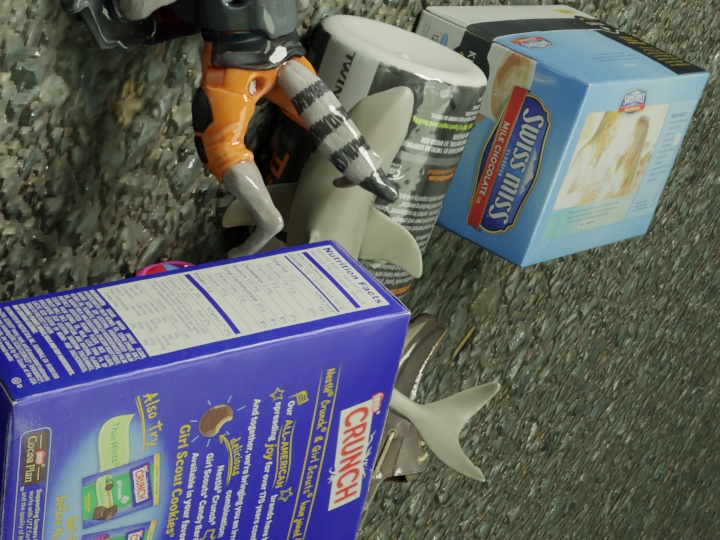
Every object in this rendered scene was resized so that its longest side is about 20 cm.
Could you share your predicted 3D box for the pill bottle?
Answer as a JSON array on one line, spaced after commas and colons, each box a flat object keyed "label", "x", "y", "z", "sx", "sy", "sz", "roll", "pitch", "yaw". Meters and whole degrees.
[{"label": "pill bottle", "x": -0.007, "y": -0.041, "z": 1.056, "sx": 0.106, "sy": 0.106, "sz": 0.200, "roll": -9, "pitch": 124, "yaw": -58}]

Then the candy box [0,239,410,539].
[{"label": "candy box", "x": -0.089, "y": 0.085, "z": 0.838, "sx": 0.200, "sy": 0.077, "sz": 0.169, "roll": -11, "pitch": 130, "yaw": -31}]

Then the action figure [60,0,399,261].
[{"label": "action figure", "x": -0.035, "y": -0.126, "z": 0.884, "sx": 0.200, "sy": 0.105, "sz": 0.194, "roll": -31, "pitch": 108, "yaw": -39}]

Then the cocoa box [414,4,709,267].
[{"label": "cocoa box", "x": 0.123, "y": -0.096, "z": 1.203, "sx": 0.200, "sy": 0.131, "sz": 0.134, "roll": -14, "pitch": 128, "yaw": -56}]

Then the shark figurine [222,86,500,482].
[{"label": "shark figurine", "x": -0.008, "y": 0.020, "z": 0.976, "sx": 0.090, "sy": 0.128, "sz": 0.215, "roll": -62, "pitch": 137, "yaw": -73}]

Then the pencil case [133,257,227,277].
[{"label": "pencil case", "x": -0.114, "y": 0.091, "z": 1.028, "sx": 0.088, "sy": 0.088, "sz": 0.200, "roll": -10, "pitch": 126, "yaw": -58}]

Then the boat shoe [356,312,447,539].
[{"label": "boat shoe", "x": 0.009, "y": 0.124, "z": 1.258, "sx": 0.200, "sy": 0.073, "sz": 0.074, "roll": -56, "pitch": -175, "yaw": -11}]
